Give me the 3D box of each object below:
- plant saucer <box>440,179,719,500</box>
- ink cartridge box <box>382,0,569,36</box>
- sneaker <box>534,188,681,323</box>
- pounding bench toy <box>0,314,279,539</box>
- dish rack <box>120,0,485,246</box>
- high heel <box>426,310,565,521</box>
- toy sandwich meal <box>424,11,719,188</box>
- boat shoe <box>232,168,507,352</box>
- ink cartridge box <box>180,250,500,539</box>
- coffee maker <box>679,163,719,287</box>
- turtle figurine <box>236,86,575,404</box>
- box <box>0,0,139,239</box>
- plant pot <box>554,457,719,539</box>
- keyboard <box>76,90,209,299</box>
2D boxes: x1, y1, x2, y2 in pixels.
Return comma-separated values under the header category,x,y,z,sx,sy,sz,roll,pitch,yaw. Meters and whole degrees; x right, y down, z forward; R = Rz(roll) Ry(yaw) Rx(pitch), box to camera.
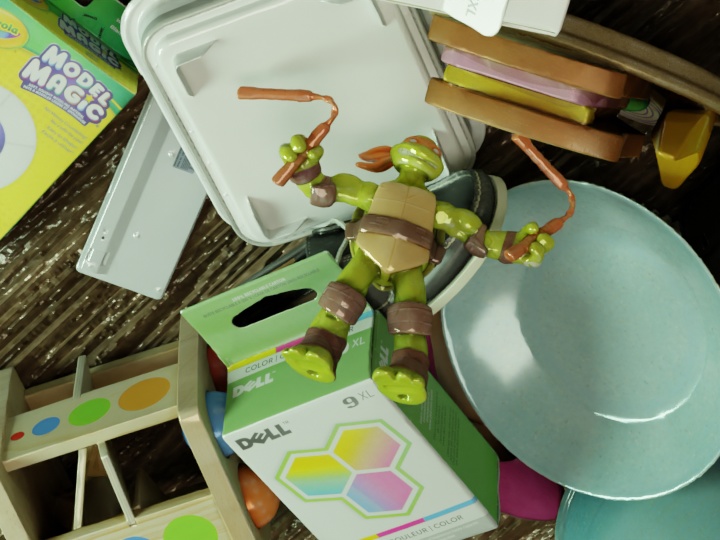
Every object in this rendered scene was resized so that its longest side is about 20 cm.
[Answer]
category,x,y,z,sx,sy,sz,roll,pitch,yaw
plant saucer,0.140,0.036,1.551,0.201,0.039,0.201,17,121,30
ink cartridge box,0.054,-0.219,1.388,0.125,0.200,0.129,10,118,-8
sneaker,0.192,0.032,1.616,0.200,0.070,0.100,28,118,-9
pounding bench toy,-0.120,0.149,1.634,0.156,0.124,0.200,-18,119,7
dish rack,-0.027,-0.097,1.520,0.171,0.044,0.200,-20,133,8
high heel,0.069,0.074,1.628,0.200,0.067,0.096,36,123,-16
toy sandwich meal,0.117,-0.095,1.464,0.205,0.205,0.070,20,91,-13
boat shoe,0.000,0.000,1.552,0.200,0.072,0.068,-32,135,29
ink cartridge box,-0.011,0.088,1.553,0.104,0.059,0.200,-21,129,23
coffee maker,0.274,-0.072,1.538,0.192,0.135,0.200,40,112,5
turtle figurine,0.008,-0.015,1.475,0.200,0.162,0.064,19,160,-6
box,-0.217,-0.094,1.538,0.117,0.048,0.200,37,110,-20
plant pot,0.244,0.194,1.611,0.200,0.188,0.200,-9,121,-15
keyboard,-0.109,-0.072,1.577,0.056,0.011,0.200,17,118,-17
